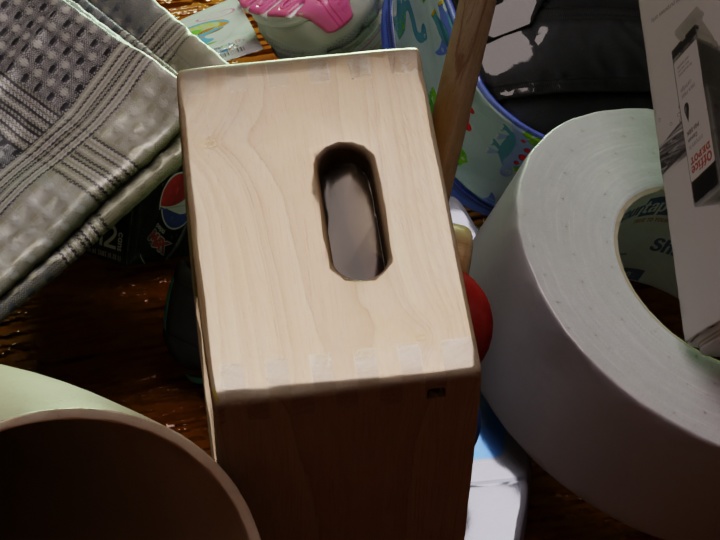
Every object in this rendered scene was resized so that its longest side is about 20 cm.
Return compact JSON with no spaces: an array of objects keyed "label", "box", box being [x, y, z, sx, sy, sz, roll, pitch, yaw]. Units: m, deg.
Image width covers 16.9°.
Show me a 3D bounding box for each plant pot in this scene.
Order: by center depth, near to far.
[{"label":"plant pot","box":[-0.164,0.109,0.964,0.186,0.188,0.200,-20,27,-24]}]

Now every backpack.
[{"label":"backpack","box":[0.110,-0.107,1.218,0.199,0.147,0.184,-4,66,-26]}]

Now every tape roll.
[{"label":"tape roll","box":[0.144,0.023,1.075,0.199,0.066,0.201,16,45,-16]}]

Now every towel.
[{"label":"towel","box":[-0.175,-0.071,1.117,0.200,0.035,0.192,-42,52,-12]}]

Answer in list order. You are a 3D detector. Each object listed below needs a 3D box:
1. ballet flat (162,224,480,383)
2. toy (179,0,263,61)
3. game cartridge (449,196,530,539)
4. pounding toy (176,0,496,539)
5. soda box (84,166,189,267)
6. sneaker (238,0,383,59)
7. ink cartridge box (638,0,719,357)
[{"label":"ballet flat","box":[0.000,0.000,1.172,0.199,0.069,0.068,-15,16,-18]},{"label":"toy","box":[-0.109,-0.100,1.320,0.114,0.047,0.200,-20,12,-2]},{"label":"game cartridge","box":[0.007,0.055,1.078,0.132,0.041,0.201,-4,56,-7]},{"label":"pounding toy","box":[0.002,-0.006,0.986,0.141,0.185,0.201,-6,56,-5]},{"label":"soda box","box":[-0.167,-0.059,1.185,0.199,0.064,0.071,17,16,30]},{"label":"sneaker","box":[-0.010,-0.131,1.293,0.081,0.089,0.200,-33,8,3]},{"label":"ink cartridge box","box":[0.206,-0.068,1.038,0.146,0.083,0.201,4,69,-27]}]
